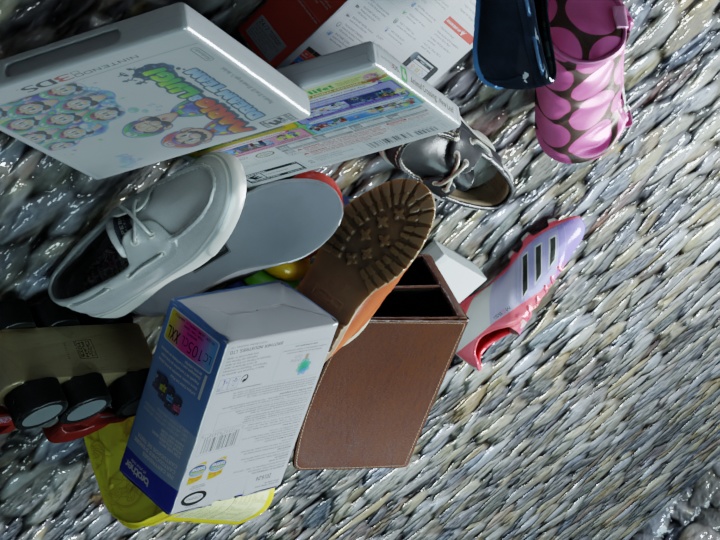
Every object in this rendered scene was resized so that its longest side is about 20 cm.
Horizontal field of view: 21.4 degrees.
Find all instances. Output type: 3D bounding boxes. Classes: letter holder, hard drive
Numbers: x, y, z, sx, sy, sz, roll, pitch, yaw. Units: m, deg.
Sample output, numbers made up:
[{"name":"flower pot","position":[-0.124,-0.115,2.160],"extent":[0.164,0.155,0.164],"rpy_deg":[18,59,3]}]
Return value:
[{"name":"letter holder","position":[-0.002,0.093,1.887],"extent":[0.141,0.101,0.201],"rpy_deg":[-1,130,-27]},{"name":"hard drive","position":[0.031,0.054,1.989],"extent":[0.200,0.026,0.132],"rpy_deg":[-42,156,10]}]

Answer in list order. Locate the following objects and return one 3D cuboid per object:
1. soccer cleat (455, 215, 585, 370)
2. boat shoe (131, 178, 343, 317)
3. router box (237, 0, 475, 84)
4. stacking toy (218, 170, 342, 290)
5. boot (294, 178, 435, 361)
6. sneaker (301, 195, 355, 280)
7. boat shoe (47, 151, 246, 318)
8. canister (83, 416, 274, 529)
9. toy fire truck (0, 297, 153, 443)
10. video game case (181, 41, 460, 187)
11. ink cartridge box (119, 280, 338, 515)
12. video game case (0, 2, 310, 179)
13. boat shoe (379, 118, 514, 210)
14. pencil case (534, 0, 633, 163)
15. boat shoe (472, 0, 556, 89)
[{"name":"soccer cleat","position":[0.175,0.023,2.071],"extent":[0.200,0.077,0.067],"rpy_deg":[-40,157,8]},{"name":"boat shoe","position":[-0.109,-0.019,1.599],"extent":[0.199,0.070,0.066],"rpy_deg":[-30,-173,-6]},{"name":"router box","position":[0.023,-0.200,1.476],"extent":[0.179,0.049,0.200],"rpy_deg":[-42,156,10]},{"name":"stacking toy","position":[-0.076,-0.002,1.673],"extent":[0.085,0.086,0.201],"rpy_deg":[-3,136,-52]},{"name":"boot","position":[0.000,0.000,1.666],"extent":[0.200,0.075,0.107],"rpy_deg":[-50,169,14]},{"name":"sneaker","position":[-0.041,0.001,1.754],"extent":[0.077,0.076,0.200],"rpy_deg":[20,122,-38]},{"name":"boat shoe","position":[-0.171,-0.028,1.491],"extent":[0.199,0.073,0.068],"rpy_deg":[-31,158,35]},{"name":"canister","position":[-0.166,0.163,1.760],"extent":[0.086,0.150,0.200],"rpy_deg":[-26,162,18]},{"name":"toy fire truck","position":[-0.280,0.127,1.588],"extent":[0.200,0.130,0.175],"rpy_deg":[-37,160,31]},{"name":"video game case","position":[-0.044,-0.116,1.464],"extent":[0.198,0.022,0.182],"rpy_deg":[-14,164,21]},{"name":"ink cartridge box","position":[-0.115,0.118,1.587],"extent":[0.136,0.076,0.202],"rpy_deg":[-9,125,-48]},{"name":"video game case","position":[-0.154,-0.118,1.312],"extent":[0.180,0.024,0.200],"rpy_deg":[-15,163,19]},{"name":"boat shoe","position":[0.082,-0.096,1.738],"extent":[0.074,0.061,0.200],"rpy_deg":[-41,156,12]},{"name":"pencil case","position":[0.204,-0.178,1.729],"extent":[0.093,0.092,0.200],"rpy_deg":[-1,158,5]},{"name":"boat shoe","position":[0.128,-0.237,1.428],"extent":[0.084,0.068,0.202],"rpy_deg":[-41,135,-55]}]
